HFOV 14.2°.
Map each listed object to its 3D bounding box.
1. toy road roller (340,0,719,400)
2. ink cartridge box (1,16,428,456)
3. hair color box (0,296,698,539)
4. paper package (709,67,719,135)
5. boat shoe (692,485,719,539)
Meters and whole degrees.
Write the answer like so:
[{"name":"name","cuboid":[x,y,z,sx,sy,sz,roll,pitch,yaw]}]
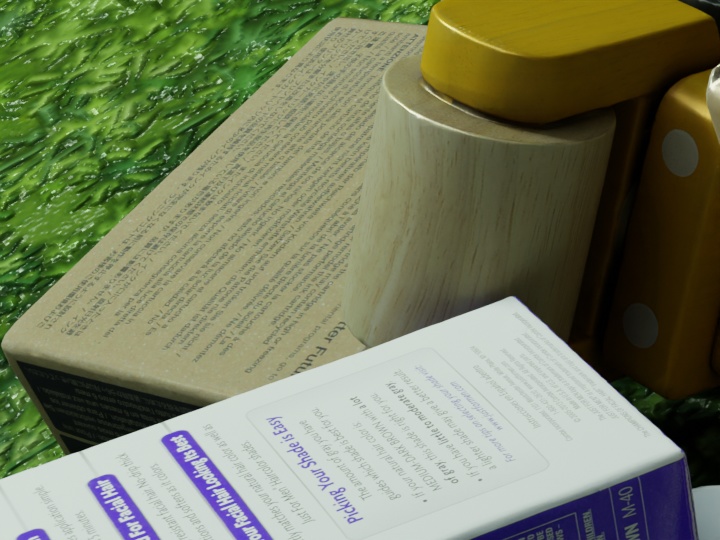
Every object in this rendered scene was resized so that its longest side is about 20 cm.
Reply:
[{"name":"toy road roller","cuboid":[0.106,-0.014,0.876,0.200,0.123,0.146,-16,35,-44]},{"name":"ink cartridge box","cuboid":[0.000,0.000,1.017,0.164,0.075,0.200,12,48,44]},{"name":"hair color box","cuboid":[-0.021,0.083,0.767,0.199,0.065,0.109,-18,28,-15]},{"name":"paper package","cuboid":[0.209,0.007,0.715,0.190,0.200,0.104,-29,32,-4]},{"name":"boat shoe","cuboid":[0.113,0.134,0.752,0.068,0.057,0.200,-14,33,3]}]
